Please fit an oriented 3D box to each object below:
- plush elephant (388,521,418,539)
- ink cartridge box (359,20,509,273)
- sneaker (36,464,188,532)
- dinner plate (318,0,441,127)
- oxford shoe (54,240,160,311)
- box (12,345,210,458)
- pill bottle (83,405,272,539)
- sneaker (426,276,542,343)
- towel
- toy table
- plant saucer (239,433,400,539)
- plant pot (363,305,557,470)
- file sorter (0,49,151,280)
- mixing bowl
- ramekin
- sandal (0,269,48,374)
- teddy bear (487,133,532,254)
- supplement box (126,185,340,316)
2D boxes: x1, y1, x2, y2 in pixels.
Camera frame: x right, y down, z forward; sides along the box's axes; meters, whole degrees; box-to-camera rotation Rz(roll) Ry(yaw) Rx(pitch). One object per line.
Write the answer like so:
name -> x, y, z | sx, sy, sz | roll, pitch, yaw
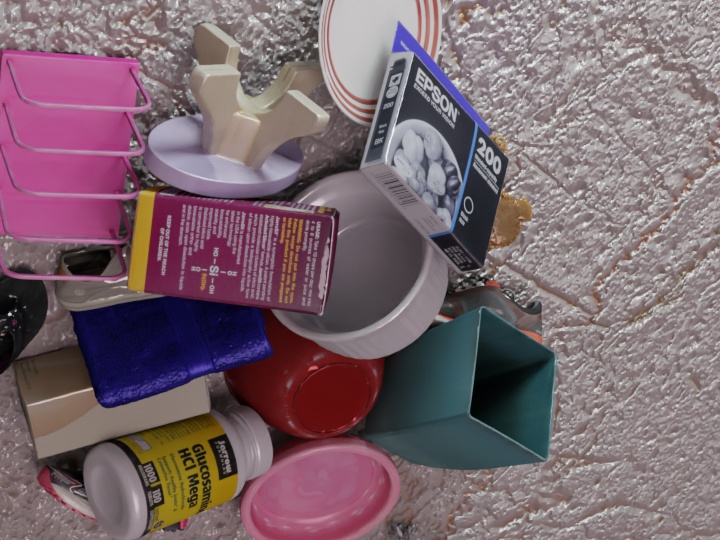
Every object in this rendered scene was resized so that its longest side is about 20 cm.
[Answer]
plush elephant -> 0.077, 0.447, 2.039 | 0.164, 0.155, 0.201 | -9, 122, -18
ink cartridge box -> 0.085, -0.133, 1.647 | 0.043, 0.201, 0.198 | -11, 142, 35
sneaker -> -0.283, 0.248, 1.822 | 0.199, 0.081, 0.075 | 15, 97, -38
dinner plate -> 0.017, -0.251, 1.641 | 0.200, 0.024, 0.201 | -19, 115, -46
oxford shoe -> -0.234, -0.009, 1.688 | 0.199, 0.075, 0.058 | -14, 128, -10
box -> -0.276, 0.130, 1.740 | 0.199, 0.095, 0.078 | -15, 123, -16
pill bottle -> -0.202, 0.222, 1.770 | 0.199, 0.112, 0.113 | -18, 127, -37
sneaker -> 0.131, 0.044, 1.893 | 0.199, 0.077, 0.082 | 16, 75, -20
towel -> -0.207, 0.060, 1.694 | 0.199, 0.148, 0.050 | -19, 140, -11
toy table -> -0.120, -0.156, 1.594 | 0.200, 0.184, 0.117 | -29, 148, -58
plant saucer -> -0.053, 0.266, 1.922 | 0.200, 0.051, 0.201 | -10, 135, -10
plant pot -> 0.108, 0.157, 1.856 | 0.141, 0.142, 0.200 | 32, 143, -34
file sorter -> -0.293, -0.101, 1.570 | 0.138, 0.126, 0.201 | 1, 118, -20
mixing bowl -> -0.049, 0.122, 1.824 | 0.199, 0.108, 0.201 | -11, 123, -18
ramekin -> 0.000, 0.000, 1.718 | 0.200, 0.201, 0.098 | -40, 148, 3
sandal -> -0.400, 0.089, 1.688 | 0.075, 0.048, 0.201 | 30, 105, -34
teddy bear -> 0.104, -0.102, 1.794 | 0.199, 0.067, 0.146 | 18, 101, -24
supplement box -> -0.127, -0.023, 1.597 | 0.199, 0.131, 0.104 | 7, 95, 1
